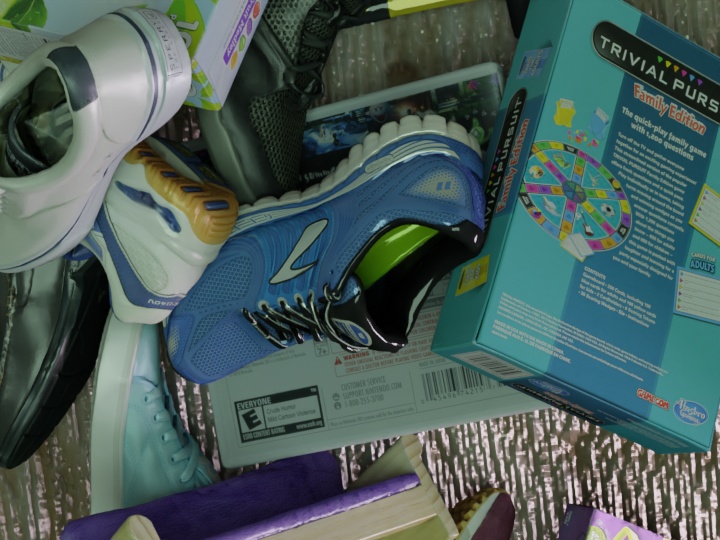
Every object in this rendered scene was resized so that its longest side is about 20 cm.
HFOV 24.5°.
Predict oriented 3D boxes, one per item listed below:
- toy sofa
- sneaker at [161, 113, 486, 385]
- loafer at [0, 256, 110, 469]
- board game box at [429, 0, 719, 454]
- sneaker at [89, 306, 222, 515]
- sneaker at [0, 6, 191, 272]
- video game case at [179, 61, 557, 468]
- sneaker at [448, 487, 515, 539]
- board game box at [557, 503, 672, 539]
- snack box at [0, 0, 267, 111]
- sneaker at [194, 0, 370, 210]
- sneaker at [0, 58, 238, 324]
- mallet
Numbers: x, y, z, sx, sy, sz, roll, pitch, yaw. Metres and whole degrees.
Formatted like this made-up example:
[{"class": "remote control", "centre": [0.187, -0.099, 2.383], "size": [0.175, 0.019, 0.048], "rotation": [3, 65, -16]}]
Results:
[{"class": "toy sofa", "centre": [-0.054, 0.139, 0.879], "size": [0.083, 0.198, 0.098], "rotation": [-47, 64, 42]}, {"class": "sneaker", "centre": [-0.021, 0.005, 0.833], "size": [0.199, 0.090, 0.078], "rotation": [-33, 135, 23]}, {"class": "loafer", "centre": [-0.177, 0.011, 0.932], "size": [0.072, 0.073, 0.202], "rotation": [22, 92, 7]}, {"class": "board game box", "centre": [0.133, -0.026, 0.855], "size": [0.150, 0.047, 0.202], "rotation": [25, 72, -23]}, {"class": "sneaker", "centre": [-0.114, 0.109, 0.951], "size": [0.081, 0.074, 0.203], "rotation": [2, 111, -6]}, {"class": "sneaker", "centre": [-0.153, -0.057, 0.767], "size": [0.200, 0.070, 0.074], "rotation": [-43, 70, 47]}, {"class": "video game case", "centre": [0.000, 0.000, 0.899], "size": [0.198, 0.023, 0.184], "rotation": [-12, 86, 19]}, {"class": "sneaker", "centre": [0.052, 0.222, 0.934], "size": [0.090, 0.075, 0.201], "rotation": [33, 70, -7]}, {"class": "board game box", "centre": [0.138, 0.245, 0.926], "size": [0.119, 0.032, 0.202], "rotation": [26, 76, -35]}, {"class": "snack box", "centre": [-0.100, -0.189, 0.823], "size": [0.141, 0.053, 0.202], "rotation": [15, 70, 17]}, {"class": "sneaker", "centre": [-0.029, -0.129, 0.862], "size": [0.113, 0.076, 0.202], "rotation": [-4, 81, 20]}, {"class": "sneaker", "centre": [-0.151, -0.054, 0.856], "size": [0.200, 0.075, 0.089], "rotation": [45, 113, 31]}, {"class": "mallet", "centre": [0.025, -0.138, 0.909], "size": [0.198, 0.041, 0.067], "rotation": [-16, 98, 9]}]
